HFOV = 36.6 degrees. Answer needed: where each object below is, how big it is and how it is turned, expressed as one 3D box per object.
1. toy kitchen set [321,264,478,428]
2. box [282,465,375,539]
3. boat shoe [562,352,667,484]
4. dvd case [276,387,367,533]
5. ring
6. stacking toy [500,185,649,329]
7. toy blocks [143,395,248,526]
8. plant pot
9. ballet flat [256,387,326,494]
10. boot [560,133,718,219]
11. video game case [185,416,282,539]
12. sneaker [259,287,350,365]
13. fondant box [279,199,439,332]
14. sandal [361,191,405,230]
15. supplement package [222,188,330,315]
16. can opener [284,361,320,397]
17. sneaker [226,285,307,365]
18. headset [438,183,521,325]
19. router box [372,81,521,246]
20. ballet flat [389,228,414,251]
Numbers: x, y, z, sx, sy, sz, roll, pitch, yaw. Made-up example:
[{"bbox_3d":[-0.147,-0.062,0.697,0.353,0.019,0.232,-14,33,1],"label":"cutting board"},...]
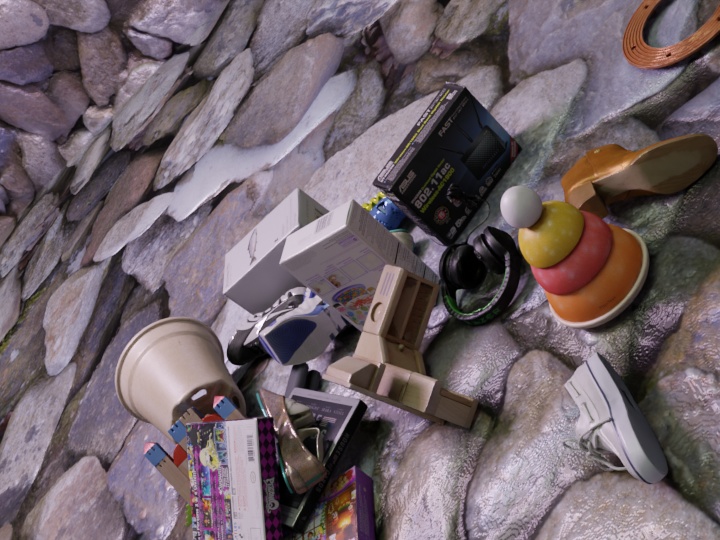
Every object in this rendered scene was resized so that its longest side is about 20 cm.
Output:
[{"bbox_3d":[0.053,0.087,1.441,0.199,0.162,0.182,12,80,57],"label":"toy kitchen set"},{"bbox_3d":[-0.065,0.368,1.456,0.199,0.039,0.138,-37,31,23],"label":"box"},{"bbox_3d":[0.262,0.174,1.182,0.086,0.074,0.203,-41,28,15],"label":"boat shoe"},{"bbox_3d":[-0.088,0.262,1.535,0.149,0.025,0.201,3,56,47],"label":"dvd case"},{"bbox_3d":[0.464,-0.366,1.563,0.200,0.019,0.202,-34,34,26],"label":"ring"},{"bbox_3d":[0.242,-0.038,1.318,0.145,0.200,0.147,-34,33,26],"label":"stacking toy"},{"bbox_3d":[-0.238,0.271,1.679,0.200,0.137,0.100,-44,-4,-4],"label":"toy blocks"},{"bbox_3d":[-0.285,0.205,1.808,0.201,0.200,0.183,-51,37,-2],"label":"plant pot"},{"bbox_3d":[-0.090,0.227,1.508,0.067,0.068,0.201,-25,41,-2],"label":"ballet flat"},{"bbox_3d":[0.354,-0.141,1.418,0.200,0.071,0.144,-28,22,15],"label":"boot"},{"bbox_3d":[-0.176,0.307,1.502,0.180,0.036,0.203,-13,79,48],"label":"video game case"},{"bbox_3d":[-0.072,0.075,1.744,0.198,0.081,0.115,-33,15,-16],"label":"sneaker"},{"bbox_3d":[0.000,0.000,1.615,0.143,0.200,0.059,-26,35,36],"label":"fondant box"},{"bbox_3d":[0.033,-0.076,1.801,0.199,0.079,0.088,-28,66,27],"label":"sandal"},{"bbox_3d":[-0.134,-0.022,1.906,0.200,0.117,0.118,-41,31,24],"label":"supplement package"},{"bbox_3d":[-0.109,0.231,1.658,0.066,0.053,0.202,-24,39,40],"label":"can opener"},{"bbox_3d":[-0.155,0.110,1.845,0.199,0.066,0.091,-37,30,20],"label":"sneaker"},{"bbox_3d":[0.158,-0.024,1.530,0.123,0.094,0.202,-27,48,35],"label":"headset"},{"bbox_3d":[0.134,-0.161,1.661,0.201,0.150,0.062,-54,30,-6],"label":"router box"},{"bbox_3d":[-0.008,-0.020,1.744,0.198,0.067,0.063,-11,67,24],"label":"ballet flat"}]
